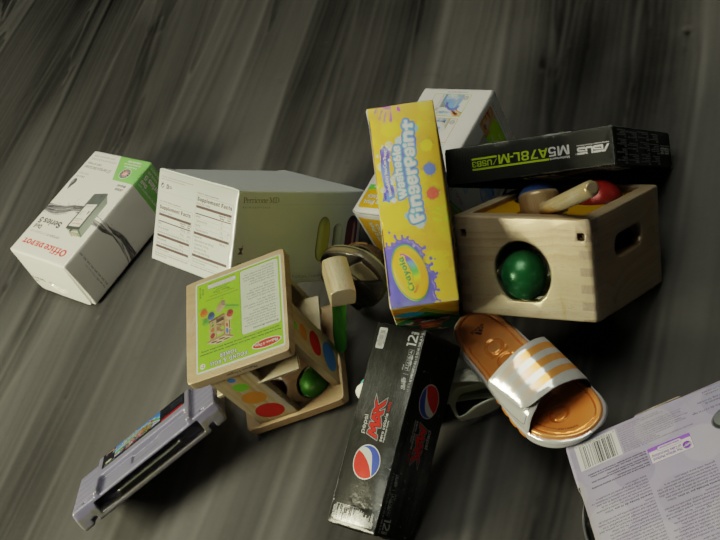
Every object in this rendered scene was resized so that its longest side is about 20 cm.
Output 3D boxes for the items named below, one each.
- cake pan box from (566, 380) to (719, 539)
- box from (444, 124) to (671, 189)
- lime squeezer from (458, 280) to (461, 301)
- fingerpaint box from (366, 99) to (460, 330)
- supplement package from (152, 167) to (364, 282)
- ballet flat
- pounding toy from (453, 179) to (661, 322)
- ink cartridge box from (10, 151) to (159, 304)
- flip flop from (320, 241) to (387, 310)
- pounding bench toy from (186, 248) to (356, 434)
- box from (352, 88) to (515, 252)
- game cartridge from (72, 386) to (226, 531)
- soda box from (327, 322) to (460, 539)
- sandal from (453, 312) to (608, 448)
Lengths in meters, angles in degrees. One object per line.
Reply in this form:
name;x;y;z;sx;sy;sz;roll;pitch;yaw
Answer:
cake pan box;0.286;0.198;1.096;0.198;0.053;0.185;-25;37;11
box;0.217;-0.120;1.375;0.190;0.199;0.048;-3;91;30
lime squeezer;0.088;0.047;1.397;0.199;0.038;0.071;-32;50;-18
fingerpaint box;0.058;-0.049;1.297;0.072;0.167;0.204;-7;78;4
supplement package;-0.121;-0.055;1.510;0.155;0.198;0.113;17;105;44
ballet flat;0.084;0.126;1.309;0.197;0.070;0.070;-15;42;21
pounding toy;0.198;-0.036;1.256;0.182;0.145;0.199;3;16;37
ink cartridge box;-0.378;-0.064;1.807;0.144;0.084;0.201;13;58;43
flip flop;0.000;0.000;1.418;0.058;0.081;0.200;-45;-3;-10
pounding bench toy;-0.066;0.073;1.380;0.197;0.156;0.126;-20;53;19
box;0.093;-0.103;1.490;0.100;0.113;0.201;8;55;37
game cartridge;-0.238;0.201;1.434;0.199;0.039;0.130;-39;16;-1
soda box;0.034;0.159;1.244;0.063;0.070;0.203;8;78;39
sandal;0.148;0.091;1.216;0.079;0.060;0.206;-39;46;-9
